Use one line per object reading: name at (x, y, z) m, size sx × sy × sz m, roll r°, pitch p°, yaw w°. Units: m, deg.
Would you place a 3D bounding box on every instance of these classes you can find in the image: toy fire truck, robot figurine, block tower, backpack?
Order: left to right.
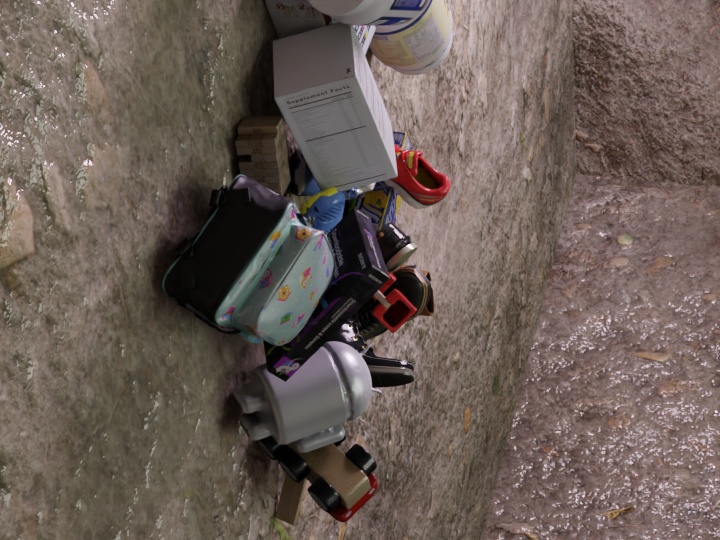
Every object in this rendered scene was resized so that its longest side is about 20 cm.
backpack at (-0.120, 0.000, 1.161) m, size 0.176 × 0.153 × 0.200 m, roll -60°, pitch 171°, yaw -7°
block tower at (-0.120, -0.098, 1.263) m, size 0.054 × 0.058 × 0.200 m, roll -73°, pitch 160°, yaw -57°
robot figurine at (-0.070, 0.164, 1.319) m, size 0.113 × 0.200 × 0.170 m, roll -144°, pitch -140°, yaw -64°
toy fire truck at (-0.068, 0.312, 1.431) m, size 0.129 × 0.176 × 0.200 m, roll -41°, pitch 150°, yaw -20°
toy fire truck at (0.000, 0.000, 1.432) m, size 0.049 × 0.200 × 0.141 m, roll -45°, pitch 177°, yaw 7°

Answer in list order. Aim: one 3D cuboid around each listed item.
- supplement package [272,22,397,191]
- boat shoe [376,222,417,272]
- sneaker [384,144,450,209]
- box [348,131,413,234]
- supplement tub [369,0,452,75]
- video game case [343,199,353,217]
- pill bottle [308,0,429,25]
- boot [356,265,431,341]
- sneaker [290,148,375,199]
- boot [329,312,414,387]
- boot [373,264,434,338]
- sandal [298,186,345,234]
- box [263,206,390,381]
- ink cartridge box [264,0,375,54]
supplement package at (-0.032, -0.213, 1.291) m, size 0.200 × 0.113 × 0.110 m, roll 64°, pitch 17°, yaw -52°
boat shoe at (0.010, 0.003, 1.557) m, size 0.201 × 0.063 × 0.074 m, roll -48°, pitch 167°, yaw 34°
sneaker at (0.061, -0.177, 1.541) m, size 0.085 × 0.200 × 0.077 m, roll -26°, pitch -143°, yaw 58°
box at (0.032, -0.131, 1.615) m, size 0.070 × 0.064 × 0.200 m, roll 58°, pitch 44°, yaw -61°
supplement tub at (0.065, -0.407, 1.534) m, size 0.200 × 0.145 × 0.145 m, roll 37°, pitch 63°, yaw -68°
video game case at (0.000, -0.148, 1.640) m, size 0.143 × 0.019 × 0.200 m, roll -58°, pitch 148°, yaw -49°
pill bottle at (0.010, -0.361, 1.196) m, size 0.200 × 0.115 × 0.116 m, roll -31°, pitch 126°, yaw -64°
boot at (0.018, 0.078, 1.532) m, size 0.138 × 0.078 × 0.200 m, roll -31°, pitch 167°, yaw -39°
sneaker at (-0.042, -0.143, 1.440) m, size 0.200 × 0.077 × 0.076 m, roll -15°, pitch 113°, yaw -66°
boot at (-0.009, 0.089, 1.445) m, size 0.074 × 0.203 × 0.154 m, roll 59°, pitch 39°, yaw -61°
boot at (0.056, 0.057, 1.669) m, size 0.077 × 0.155 × 0.200 m, roll -62°, pitch 152°, yaw -45°
sandal at (-0.050, -0.030, 1.353) m, size 0.079 × 0.087 × 0.200 m, roll -29°, pitch 149°, yaw -35°
box at (-0.052, 0.028, 1.241) m, size 0.036 × 0.200 × 0.143 m, roll 35°, pitch 21°, yaw -30°
ink cartridge box at (-0.049, -0.377, 1.320) m, size 0.200 × 0.084 × 0.176 m, roll 68°, pitch 35°, yaw -53°
